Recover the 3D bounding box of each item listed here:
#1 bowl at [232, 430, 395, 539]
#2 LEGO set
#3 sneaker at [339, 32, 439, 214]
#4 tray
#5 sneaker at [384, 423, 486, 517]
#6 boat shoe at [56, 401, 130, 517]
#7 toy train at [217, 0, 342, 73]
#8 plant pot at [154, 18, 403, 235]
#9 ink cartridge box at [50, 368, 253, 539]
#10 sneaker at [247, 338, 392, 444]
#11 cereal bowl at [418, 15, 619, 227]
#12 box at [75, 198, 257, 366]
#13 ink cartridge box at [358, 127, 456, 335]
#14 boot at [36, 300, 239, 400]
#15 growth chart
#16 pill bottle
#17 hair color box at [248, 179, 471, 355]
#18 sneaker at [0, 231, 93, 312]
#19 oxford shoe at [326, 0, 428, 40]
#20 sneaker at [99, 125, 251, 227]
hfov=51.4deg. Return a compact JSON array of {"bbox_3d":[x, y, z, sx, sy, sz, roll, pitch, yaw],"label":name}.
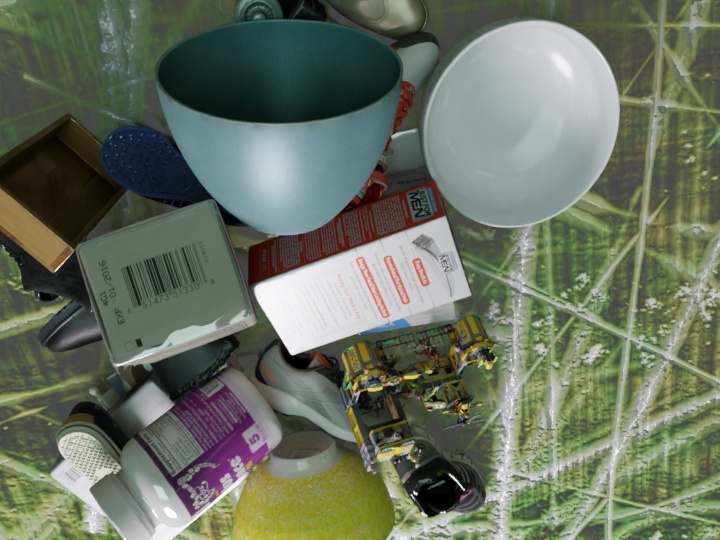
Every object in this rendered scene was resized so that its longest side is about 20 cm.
[{"bbox_3d":[-0.062,0.257,0.891,0.197,0.200,0.109,-8,102,5],"label":"bowl"},{"bbox_3d":[0.069,0.143,0.820,0.197,0.117,0.154,-8,148,-26],"label":"LEGO set"},{"bbox_3d":[0.016,-0.134,0.736,0.200,0.067,0.109,-35,65,10],"label":"sneaker"},{"bbox_3d":[-0.291,-0.082,0.725,0.037,0.201,0.099,-41,108,17],"label":"tray"},{"bbox_3d":[0.102,0.269,0.923,0.073,0.088,0.200,-36,130,10],"label":"sneaker"},{"bbox_3d":[-0.289,0.232,0.882,0.074,0.063,0.202,-18,126,3],"label":"boat shoe"},{"bbox_3d":[-0.099,-0.194,0.740,0.113,0.086,0.201,29,113,-22],"label":"toy train"},{"bbox_3d":[-0.065,-0.112,0.639,0.197,0.201,0.136,1,129,0],"label":"plant pot"},{"bbox_3d":[-0.258,0.241,0.940,0.199,0.044,0.174,-40,108,16],"label":"ink cartridge box"},{"bbox_3d":[-0.035,0.146,0.898,0.198,0.074,0.080,23,107,-10],"label":"sneaker"},{"bbox_3d":[0.149,-0.150,0.744,0.197,0.084,0.203,-3,116,-7],"label":"cereal bowl"},{"bbox_3d":[-0.174,0.018,0.717,0.126,0.200,0.110,-20,87,-9],"label":"box"},{"bbox_3d":[0.032,-0.040,0.811,0.113,0.068,0.203,-10,114,5],"label":"ink cartridge box"},{"bbox_3d":[-0.247,0.076,0.851,0.197,0.073,0.163,-37,97,6],"label":"boot"},{"bbox_3d":[-0.240,0.135,0.926,0.199,0.018,0.145,-36,108,15],"label":"growth chart"},{"bbox_3d":[-0.192,0.209,0.829,0.199,0.112,0.113,-38,114,-23],"label":"pill bottle"},{"bbox_3d":[0.000,0.000,0.743,0.197,0.064,0.112,-18,132,8],"label":"hair color box"},{"bbox_3d":[-0.342,-0.015,0.790,0.197,0.060,0.106,2,94,26],"label":"sneaker"},{"bbox_3d":[-0.019,-0.281,0.698,0.199,0.074,0.071,32,111,-13],"label":"oxford shoe"},{"bbox_3d":[-0.174,-0.089,0.773,0.198,0.078,0.071,22,81,18],"label":"sneaker"}]
